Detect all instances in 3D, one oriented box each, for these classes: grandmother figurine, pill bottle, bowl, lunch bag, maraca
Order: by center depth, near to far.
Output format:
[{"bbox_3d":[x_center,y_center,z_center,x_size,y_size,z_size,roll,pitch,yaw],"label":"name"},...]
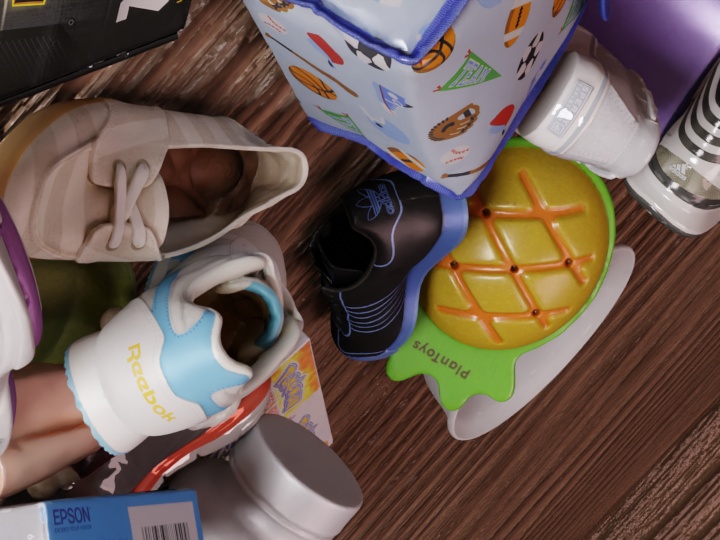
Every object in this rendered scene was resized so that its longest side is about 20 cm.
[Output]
[{"bbox_3d":[0.053,-0.157,0.729,0.200,0.124,0.170,-57,162,-11],"label":"lunch bag"},{"bbox_3d":[-0.131,0.070,0.789,0.121,0.061,0.200,-48,159,30],"label":"grandmother figurine"},{"bbox_3d":[-0.092,0.186,0.963,0.200,0.111,0.111,-49,160,14],"label":"pill bottle"},{"bbox_3d":[0.090,0.003,1.080,0.200,0.137,0.107,-59,-176,15],"label":"maraca"},{"bbox_3d":[0.113,0.029,1.229,0.201,0.090,0.201,-39,159,-18],"label":"bowl"}]

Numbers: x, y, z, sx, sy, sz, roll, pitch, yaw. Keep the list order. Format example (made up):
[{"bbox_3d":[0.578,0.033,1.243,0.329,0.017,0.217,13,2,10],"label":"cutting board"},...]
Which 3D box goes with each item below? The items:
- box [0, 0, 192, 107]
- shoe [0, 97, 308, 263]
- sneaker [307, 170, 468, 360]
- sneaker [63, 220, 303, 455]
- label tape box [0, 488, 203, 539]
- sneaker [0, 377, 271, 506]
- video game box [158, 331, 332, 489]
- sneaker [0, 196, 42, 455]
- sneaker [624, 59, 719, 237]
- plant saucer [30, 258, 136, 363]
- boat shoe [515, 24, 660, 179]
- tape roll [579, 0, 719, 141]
[{"bbox_3d":[-0.112,-0.143,0.527,0.160,0.049,0.200,-31,155,-40],"label":"box"},{"bbox_3d":[-0.092,-0.042,0.715,0.200,0.053,0.070,-17,116,-60],"label":"shoe"},{"bbox_3d":[0.000,0.000,1.003,0.078,0.070,0.200,-9,151,-23],"label":"sneaker"},{"bbox_3d":[-0.064,0.023,0.755,0.081,0.077,0.200,-22,-166,20],"label":"sneaker"},{"bbox_3d":[-0.195,0.148,0.760,0.200,0.066,0.143,-8,173,21],"label":"label tape box"},{"bbox_3d":[-0.146,0.092,0.902,0.200,0.077,0.082,-40,132,-20],"label":"sneaker"},{"bbox_3d":[-0.104,0.128,1.054,0.182,0.047,0.200,-43,159,-15],"label":"video game box"},{"bbox_3d":[-0.175,0.028,0.592,0.100,0.075,0.200,-16,150,-26],"label":"sneaker"},{"bbox_3d":[0.244,-0.089,0.985,0.115,0.076,0.200,-54,167,26],"label":"sneaker"},{"bbox_3d":[-0.194,0.052,0.753,0.200,0.031,0.200,-40,159,-19],"label":"plant saucer"},{"bbox_3d":[0.129,-0.090,0.870,0.072,0.068,0.200,-56,-176,7],"label":"boat shoe"},{"bbox_3d":[0.217,-0.178,1.005,0.200,0.085,0.200,-48,168,-13],"label":"tape roll"}]
